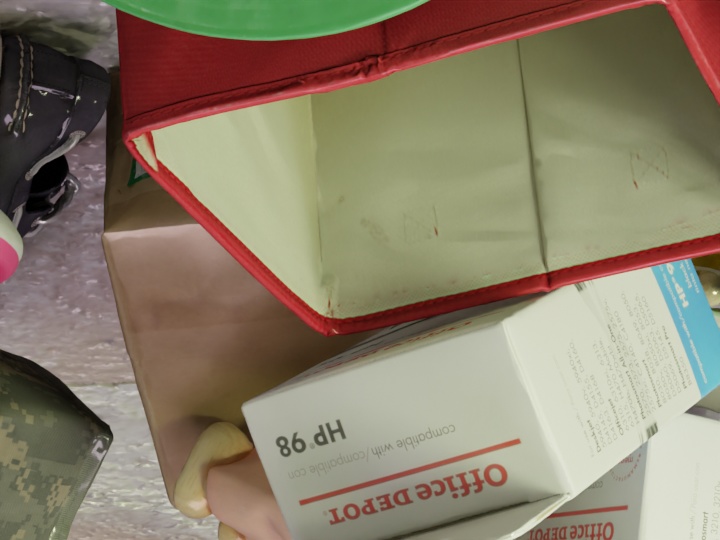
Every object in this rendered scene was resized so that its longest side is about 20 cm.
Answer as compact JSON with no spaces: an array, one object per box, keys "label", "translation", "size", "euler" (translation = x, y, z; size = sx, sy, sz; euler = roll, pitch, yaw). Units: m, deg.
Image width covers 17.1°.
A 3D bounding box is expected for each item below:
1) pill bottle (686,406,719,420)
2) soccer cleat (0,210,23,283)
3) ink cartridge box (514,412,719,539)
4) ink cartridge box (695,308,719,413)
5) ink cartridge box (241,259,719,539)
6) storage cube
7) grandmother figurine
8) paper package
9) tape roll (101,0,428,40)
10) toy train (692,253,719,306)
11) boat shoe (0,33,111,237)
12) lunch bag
[{"label":"pill bottle","translation":[0.121,0.069,1.228],"size":[0.112,0.113,0.200],"euler":[-6,172,2]},{"label":"soccer cleat","translation":[-0.222,-0.029,0.983],"size":[0.199,0.087,0.070],"euler":[-3,149,27]},{"label":"ink cartridge box","translation":[0.140,0.103,0.996],"size":[0.199,0.068,0.115],"euler":[13,166,-22]},{"label":"ink cartridge box","translation":[0.253,0.059,1.119],"size":[0.161,0.050,0.200],"euler":[17,-172,22]},{"label":"ink cartridge box","translation":[0.042,0.048,0.866],"size":[0.116,0.067,0.200],"euler":[-19,-177,31]},{"label":"storage cube","translation":[0.028,-0.104,0.778],"size":[0.170,0.180,0.200],"euler":[-13,155,17]},{"label":"grandmother figurine","translation":[0.010,0.114,0.954],"size":[0.200,0.061,0.121],"euler":[20,169,43]},{"label":"paper package","translation":[0.000,0.000,1.034],"size":[0.199,0.104,0.191],"euler":[-6,134,2]},{"label":"tape roll","translation":[-0.024,-0.162,0.626],"size":[0.200,0.201,0.048],"euler":[-14,-172,19]},{"label":"toy train","translation":[0.191,-0.006,1.080],"size":[0.150,0.056,0.200],"euler":[10,-176,-28]},{"label":"boat shoe","translation":[-0.150,-0.031,1.031],"size":[0.062,0.073,0.200],"euler":[5,149,-14]},{"label":"lunch bag","translation":[-0.241,0.065,1.114],"size":[0.164,0.118,0.200],"euler":[18,-170,-39]}]
